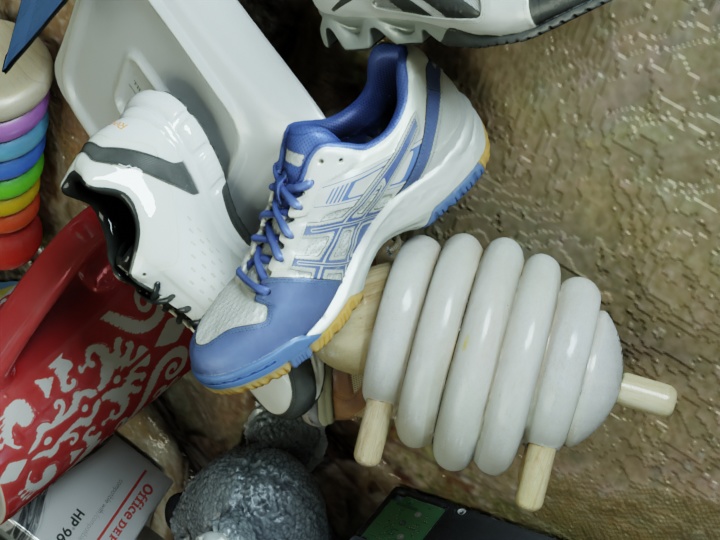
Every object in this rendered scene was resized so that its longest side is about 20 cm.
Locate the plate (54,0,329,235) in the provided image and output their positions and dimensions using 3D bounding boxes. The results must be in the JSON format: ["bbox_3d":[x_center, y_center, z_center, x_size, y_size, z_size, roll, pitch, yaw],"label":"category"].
[{"bbox_3d":[-0.115,-0.099,0.820,0.200,0.032,0.200,53,146,11],"label":"plate"}]

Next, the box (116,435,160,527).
[{"bbox_3d":[-0.251,0.227,1.189,0.101,0.112,0.201,34,138,13],"label":"box"}]

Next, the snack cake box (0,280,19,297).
[{"bbox_3d":[-0.284,0.075,1.126,0.199,0.067,0.116,-4,122,43],"label":"snack cake box"}]

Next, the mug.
[{"bbox_3d":[-0.214,0.050,0.938,0.133,0.200,0.179,11,130,35],"label":"mug"}]

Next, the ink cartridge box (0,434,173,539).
[{"bbox_3d":[-0.217,0.168,1.012,0.200,0.116,0.068,39,130,-6],"label":"ink cartridge box"}]

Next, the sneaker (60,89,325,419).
[{"bbox_3d":[-0.093,0.005,0.776,0.073,0.080,0.201,-17,109,51],"label":"sneaker"}]

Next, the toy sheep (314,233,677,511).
[{"bbox_3d":[0.068,0.049,0.747,0.198,0.139,0.139,14,135,3],"label":"toy sheep"}]

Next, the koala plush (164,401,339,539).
[{"bbox_3d":[-0.067,0.195,0.969,0.182,0.178,0.201,13,131,16],"label":"koala plush"}]

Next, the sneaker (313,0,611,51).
[{"bbox_3d":[0.043,-0.153,0.640,0.199,0.074,0.089,2,126,40],"label":"sneaker"}]

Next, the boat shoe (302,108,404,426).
[{"bbox_3d":[0.000,0.000,0.822,0.071,0.076,0.202,1,121,-1],"label":"boat shoe"}]

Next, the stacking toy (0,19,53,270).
[{"bbox_3d":[-0.253,-0.075,0.971,0.085,0.085,0.201,33,144,15],"label":"stacking toy"}]

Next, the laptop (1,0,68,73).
[{"bbox_3d":[-0.174,-0.245,0.721,0.201,0.116,0.187,52,140,-7],"label":"laptop"}]

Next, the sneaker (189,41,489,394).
[{"bbox_3d":[-0.026,-0.031,0.710,0.075,0.200,0.088,28,162,51],"label":"sneaker"}]

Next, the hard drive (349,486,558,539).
[{"bbox_3d":[0.070,0.217,0.877,0.199,0.140,0.038,13,131,32],"label":"hard drive"}]
